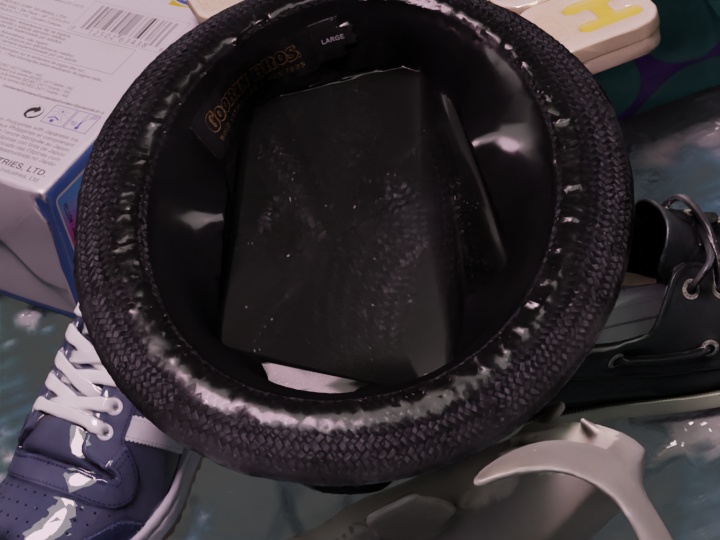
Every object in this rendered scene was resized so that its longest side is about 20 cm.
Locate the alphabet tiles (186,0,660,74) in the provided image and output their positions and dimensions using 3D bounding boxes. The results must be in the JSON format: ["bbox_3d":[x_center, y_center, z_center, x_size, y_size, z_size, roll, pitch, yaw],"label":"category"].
[{"bbox_3d":[0.035,-0.120,0.929,0.194,0.015,0.200,-20,36,-9],"label":"alphabet tiles"}]

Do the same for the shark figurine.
[{"bbox_3d":[0.059,0.091,0.757,0.128,0.090,0.214,-28,1,-35],"label":"shark figurine"}]

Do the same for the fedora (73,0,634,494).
[{"bbox_3d":[0.000,0.000,0.792,0.199,0.092,0.202,-2,55,3],"label":"fedora"}]

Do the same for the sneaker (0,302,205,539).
[{"bbox_3d":[-0.084,0.024,0.862,0.070,0.109,0.200,18,51,31],"label":"sneaker"}]

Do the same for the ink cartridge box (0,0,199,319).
[{"bbox_3d":[-0.116,-0.084,1.011,0.136,0.077,0.200,17,52,29],"label":"ink cartridge box"}]

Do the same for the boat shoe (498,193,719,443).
[{"bbox_3d":[0.102,0.006,0.863,0.198,0.066,0.075,-13,42,2],"label":"boat shoe"}]

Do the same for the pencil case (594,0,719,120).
[{"bbox_3d":[0.060,-0.090,0.964,0.199,0.086,0.093,-19,33,-7],"label":"pencil case"}]
